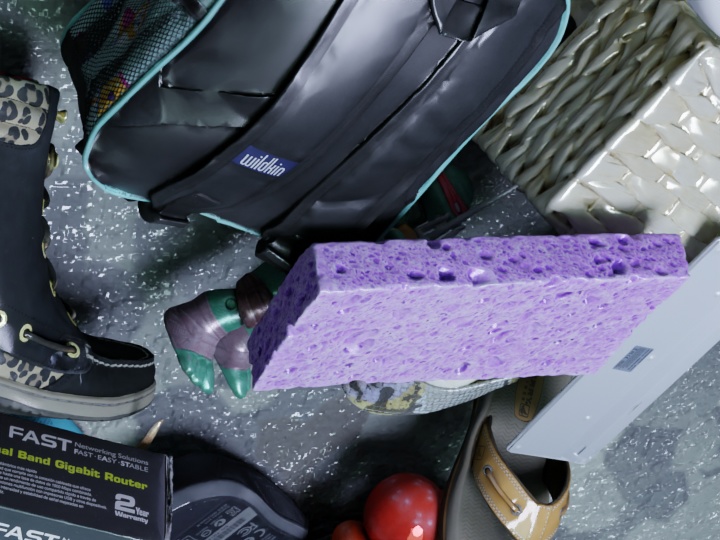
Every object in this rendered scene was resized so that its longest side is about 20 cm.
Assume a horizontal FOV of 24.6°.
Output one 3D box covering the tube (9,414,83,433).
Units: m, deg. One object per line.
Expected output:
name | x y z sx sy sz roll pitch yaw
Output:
tube | -0.189 0.094 0.911 0.077 0.050 0.200 -26 139 -3

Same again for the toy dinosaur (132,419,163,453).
toy dinosaur | -0.190 0.125 0.860 0.199 0.061 0.106 1 142 12

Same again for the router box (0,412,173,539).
router box | -0.208 0.135 0.799 0.199 0.062 0.150 16 126 -19

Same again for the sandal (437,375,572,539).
sandal | 0.100 0.122 0.991 0.081 0.055 0.201 21 77 -27

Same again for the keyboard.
keyboard | 0.156 0.048 0.908 0.056 0.011 0.200 16 134 -26

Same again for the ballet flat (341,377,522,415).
ballet flat | 0.084 0.032 0.961 0.199 0.072 0.072 -15 133 -7

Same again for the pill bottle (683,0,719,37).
pill bottle | 0.152 -0.188 0.723 0.109 0.200 0.110 -14 133 -15

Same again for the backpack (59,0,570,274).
backpack | -0.016 -0.118 0.731 0.175 0.154 0.200 22 134 -37

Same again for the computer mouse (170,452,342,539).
computer mouse | -0.092 0.162 1.016 0.138 0.053 0.200 -34 147 2

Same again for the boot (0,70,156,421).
boot | -0.158 -0.012 0.790 0.203 0.073 0.155 13 92 -53

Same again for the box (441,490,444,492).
box | 0.019 0.244 1.087 0.200 0.095 0.102 -47 151 17

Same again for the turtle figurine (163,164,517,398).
turtle figurine | 0.000 0.000 0.880 0.199 0.101 0.150 -28 149 11

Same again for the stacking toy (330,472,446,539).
stacking toy | -0.022 0.202 1.020 0.200 0.085 0.085 -48 132 8

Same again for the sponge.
sponge | 0.052 0.020 0.811 0.199 0.030 0.112 -1 152 -23

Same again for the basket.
basket | 0.161 -0.069 0.884 0.200 0.124 0.136 29 112 -40
